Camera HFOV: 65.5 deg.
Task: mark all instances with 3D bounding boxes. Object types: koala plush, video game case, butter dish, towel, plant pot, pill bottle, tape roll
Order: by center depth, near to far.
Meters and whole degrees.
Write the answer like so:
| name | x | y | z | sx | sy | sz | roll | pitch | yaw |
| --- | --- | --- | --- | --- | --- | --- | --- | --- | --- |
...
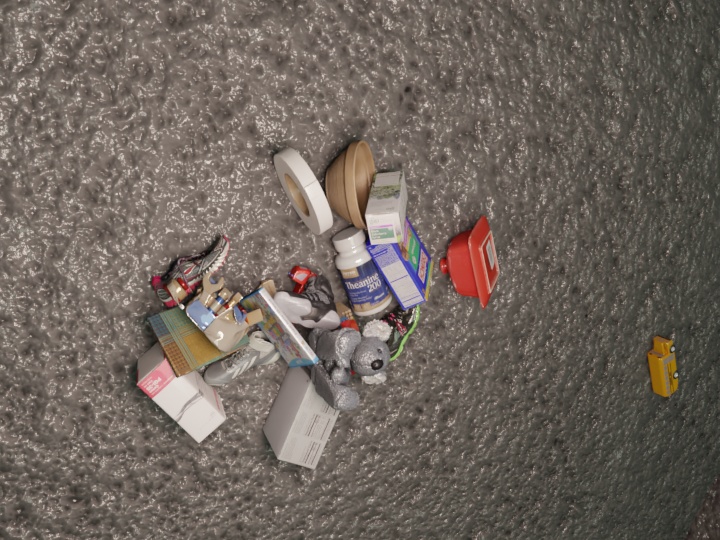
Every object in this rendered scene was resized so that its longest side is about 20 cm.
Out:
| name | x | y | z | sx | sy | sz | roll | pitch | yaw |
| --- | --- | --- | --- | --- | --- | --- | --- | --- | --- |
| towel | -0.354 | 0.135 | 1.236 | 0.198 | 0.022 | 0.149 | -23 | 76 | -48 |
| tape roll | -0.129 | -0.177 | 1.255 | 0.036 | 0.202 | 0.207 | -31 | 112 | -14 |
| video game case | -0.186 | 0.133 | 1.259 | 0.018 | 0.142 | 0.202 | -42 | 101 | -31 |
| koala plush | -0.013 | 0.197 | 1.287 | 0.195 | 0.182 | 0.184 | -6 | 102 | -33 |
| plant pot | -0.026 | -0.202 | 1.334 | 0.090 | 0.201 | 0.208 | 0 | 105 | 17 |
| pill bottle | 0.000 | 0.000 | 1.402 | 0.109 | 0.111 | 0.205 | -27 | 111 | -16 |
| butter dish | 0.284 | -0.020 | 1.517 | 0.199 | 0.144 | 0.206 | -44 | 122 | -55 |

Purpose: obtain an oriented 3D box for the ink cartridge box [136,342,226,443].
| name | x | y | z | sx | sy | sz | roll | pitch | yaw |
| --- | --- | --- | --- | --- | --- | --- | --- | --- | --- |
| ink cartridge box | -0.402 | 0.267 | 1.257 | 0.082 | 0.146 | 0.202 | -40 | 114 | -8 |

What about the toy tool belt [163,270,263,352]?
| name | x | y | z | sx | sy | sz | roll | pitch | yaw |
| --- | --- | --- | --- | --- | --- | --- | --- | --- | --- |
| toy tool belt | -0.311 | 0.068 | 1.201 | 0.123 | 0.124 | 0.201 | -43 | 102 | -15 |

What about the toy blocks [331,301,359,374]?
| name | x | y | z | sx | sy | sz | roll | pitch | yaw |
| --- | --- | --- | --- | --- | --- | --- | --- | --- | --- |
| toy blocks | -0.031 | 0.175 | 1.412 | 0.098 | 0.136 | 0.206 | -21 | 109 | -18 |

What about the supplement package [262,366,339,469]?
| name | x | y | z | sx | sy | sz | roll | pitch | yaw |
| --- | --- | --- | --- | --- | --- | --- | --- | --- | --- |
| supplement package | -0.141 | 0.349 | 1.388 | 0.109 | 0.155 | 0.205 | 24 | 91 | -27 |

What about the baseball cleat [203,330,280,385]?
| name | x | y | z | sx | sy | sz | roll | pitch | yaw |
| --- | --- | --- | --- | --- | --- | --- | --- | --- | --- |
| baseball cleat | -0.282 | 0.199 | 1.330 | 0.196 | 0.070 | 0.109 | -22 | 139 | -28 |

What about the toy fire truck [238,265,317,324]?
| name | x | y | z | sx | sy | sz | roll | pitch | yaw |
| --- | --- | --- | --- | --- | --- | --- | --- | --- | --- |
| toy fire truck | -0.204 | 0.068 | 1.359 | 0.139 | 0.049 | 0.204 | 29 | 88 | -25 |

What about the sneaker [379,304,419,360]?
| name | x | y | z | sx | sy | sz | roll | pitch | yaw |
| --- | --- | --- | --- | --- | --- | --- | --- | --- | --- |
| sneaker | 0.095 | 0.143 | 1.496 | 0.082 | 0.076 | 0.205 | 23 | 90 | -30 |

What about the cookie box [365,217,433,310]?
| name | x | y | z | sx | sy | sz | roll | pitch | yaw |
| --- | --- | --- | --- | --- | --- | --- | --- | --- | --- |
| cookie box | 0.103 | -0.037 | 1.410 | 0.074 | 0.173 | 0.202 | -20 | 118 | 26 |

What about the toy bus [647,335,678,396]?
| name | x | y | z | sx | sy | sz | roll | pitch | yaw |
| --- | --- | --- | --- | --- | --- | --- | --- | --- | --- |
| toy bus | 1.072 | 0.338 | 1.989 | 0.077 | 0.065 | 0.205 | -25 | 111 | -15 |

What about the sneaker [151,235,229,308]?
| name | x | y | z | sx | sy | sz | roll | pitch | yaw |
| --- | --- | --- | --- | --- | --- | --- | --- | --- | --- |
| sneaker | -0.373 | -0.007 | 1.249 | 0.199 | 0.080 | 0.075 | -43 | 112 | -10 |

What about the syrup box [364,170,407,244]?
| name | x | y | z | sx | sy | sz | roll | pitch | yaw |
| --- | --- | --- | --- | --- | --- | --- | --- | --- | --- |
| syrup box | 0.065 | -0.151 | 1.319 | 0.076 | 0.203 | 0.083 | -5 | 127 | 12 |

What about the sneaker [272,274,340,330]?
| name | x | y | z | sx | sy | sz | roll | pitch | yaw |
| --- | --- | --- | --- | --- | --- | --- | --- | --- | --- |
| sneaker | -0.127 | 0.062 | 1.294 | 0.074 | 0.117 | 0.198 | -28 | 143 | 30 |
